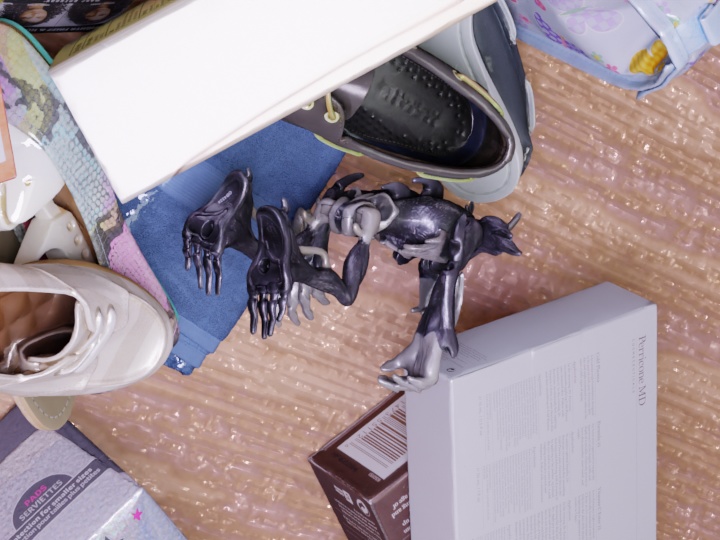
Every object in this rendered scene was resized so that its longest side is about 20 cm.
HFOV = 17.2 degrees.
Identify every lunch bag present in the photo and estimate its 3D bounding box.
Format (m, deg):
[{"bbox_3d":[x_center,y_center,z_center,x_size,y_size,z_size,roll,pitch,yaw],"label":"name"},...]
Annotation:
[{"bbox_3d":[0.166,-0.186,1.274,0.170,0.200,0.127,-44,127,-13],"label":"lunch bag"}]

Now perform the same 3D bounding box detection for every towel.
[{"bbox_3d":[-0.077,-0.050,1.257,0.111,0.048,0.201,35,88,-39],"label":"towel"}]

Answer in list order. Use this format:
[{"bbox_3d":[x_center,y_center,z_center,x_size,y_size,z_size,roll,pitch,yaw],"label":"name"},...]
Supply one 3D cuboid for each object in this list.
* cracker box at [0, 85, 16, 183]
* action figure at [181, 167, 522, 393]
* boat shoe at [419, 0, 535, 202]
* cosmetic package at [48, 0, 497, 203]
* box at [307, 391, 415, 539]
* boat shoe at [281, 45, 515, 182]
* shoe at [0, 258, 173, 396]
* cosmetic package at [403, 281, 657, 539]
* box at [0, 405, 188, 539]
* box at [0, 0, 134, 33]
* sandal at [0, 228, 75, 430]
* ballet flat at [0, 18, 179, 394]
[{"bbox_3d":[-0.223,-0.121,1.028,0.057,0.200,0.135,-21,120,-27],"label":"cracker box"},{"bbox_3d":[0.000,0.000,1.233,0.199,0.118,0.103,0,108,-47],"label":"action figure"},{"bbox_3d":[0.044,-0.136,1.301,0.060,0.075,0.201,-61,141,-53],"label":"boat shoe"},{"bbox_3d":[-0.040,-0.116,1.111,0.199,0.104,0.073,-29,102,4],"label":"cosmetic package"},{"bbox_3d":[0.057,0.166,1.427,0.100,0.075,0.201,-36,124,-18],"label":"box"},{"bbox_3d":[-0.006,-0.099,1.212,0.200,0.060,0.072,19,97,-32],"label":"boat shoe"},{"bbox_3d":[-0.164,0.029,1.092,0.199,0.053,0.070,11,108,-40],"label":"shoe"},{"bbox_3d":[0.100,0.123,1.362,0.150,0.052,0.202,-16,116,-29],"label":"cosmetic package"},{"bbox_3d":[-0.185,0.186,1.226,0.200,0.132,0.115,-45,129,-11],"label":"box"},{"bbox_3d":[-0.118,-0.165,1.087,0.075,0.200,0.051,-4,76,-27],"label":"box"},{"bbox_3d":[-0.204,-0.020,1.180,0.078,0.069,0.213,-44,121,-62],"label":"sandal"},{"bbox_3d":[-0.150,-0.023,1.149,0.071,0.069,0.201,-49,129,-37],"label":"ballet flat"}]
